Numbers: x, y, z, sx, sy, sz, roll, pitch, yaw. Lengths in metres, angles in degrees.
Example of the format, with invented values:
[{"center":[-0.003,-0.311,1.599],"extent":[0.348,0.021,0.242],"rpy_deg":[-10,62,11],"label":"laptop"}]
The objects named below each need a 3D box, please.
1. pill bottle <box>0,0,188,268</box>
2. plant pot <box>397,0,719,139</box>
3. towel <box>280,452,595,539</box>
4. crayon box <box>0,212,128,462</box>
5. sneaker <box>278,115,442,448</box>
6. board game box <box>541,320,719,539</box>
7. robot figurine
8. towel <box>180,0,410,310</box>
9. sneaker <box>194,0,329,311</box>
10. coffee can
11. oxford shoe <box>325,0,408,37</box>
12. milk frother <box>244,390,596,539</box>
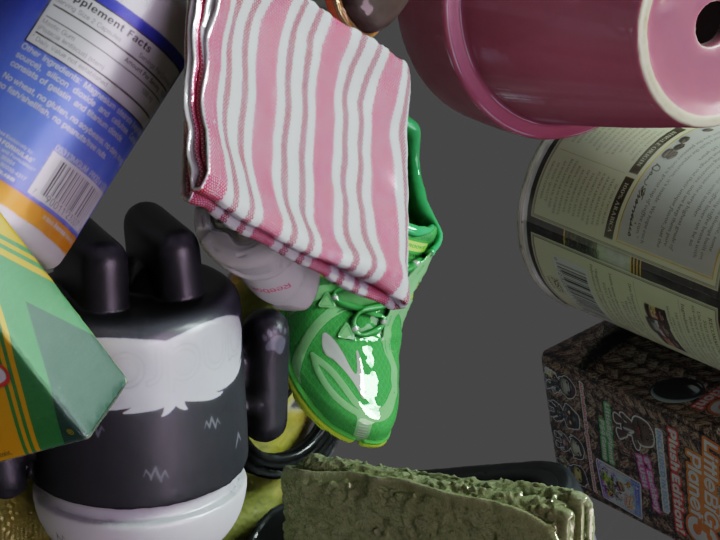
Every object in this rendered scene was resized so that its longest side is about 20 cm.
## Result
[{"center":[-0.153,-0.111,1.473],"extent":[0.112,0.112,0.200],"rpy_deg":[37,79,-39],"label":"pill bottle"},{"center":[0.150,-0.164,1.643],"extent":[0.200,0.179,0.200],"rpy_deg":[-13,113,-34],"label":"plant pot"},{"center":[0.043,0.180,1.556],"extent":[0.036,0.200,0.148],"rpy_deg":[-14,107,-57],"label":"towel"},{"center":[-0.225,0.009,1.424],"extent":[0.200,0.127,0.051],"rpy_deg":[54,43,-21],"label":"crayon box"},{"center":[0.000,0.000,1.607],"extent":[0.074,0.084,0.200],"rpy_deg":[10,71,-26],"label":"sneaker"},{"center":[0.240,0.092,1.786],"extent":[0.159,0.200,0.097],"rpy_deg":[-26,120,-29],"label":"board game box"},{"center":[-0.124,0.066,1.553],"extent":[0.125,0.150,0.200],"rpy_deg":[-54,145,-65],"label":"robot figurine"},{"center":[-0.026,-0.074,1.481],"extent":[0.200,0.030,0.146],"rpy_deg":[29,56,-51],"label":"towel"},{"center":[-0.044,-0.064,1.572],"extent":[0.099,0.078,0.200],"rpy_deg":[64,30,-52],"label":"sneaker"},{"center":[0.213,-0.020,1.726],"extent":[0.146,0.200,0.146],"rpy_deg":[-14,114,-33],"label":"coffee can"},{"center":[0.038,-0.217,1.577],"extent":[0.071,0.073,0.200],"rpy_deg":[39,64,-39],"label":"oxford shoe"},{"center":[0.025,0.142,1.645],"extent":[0.200,0.188,0.181],"rpy_deg":[55,44,-39],"label":"milk frother"}]
